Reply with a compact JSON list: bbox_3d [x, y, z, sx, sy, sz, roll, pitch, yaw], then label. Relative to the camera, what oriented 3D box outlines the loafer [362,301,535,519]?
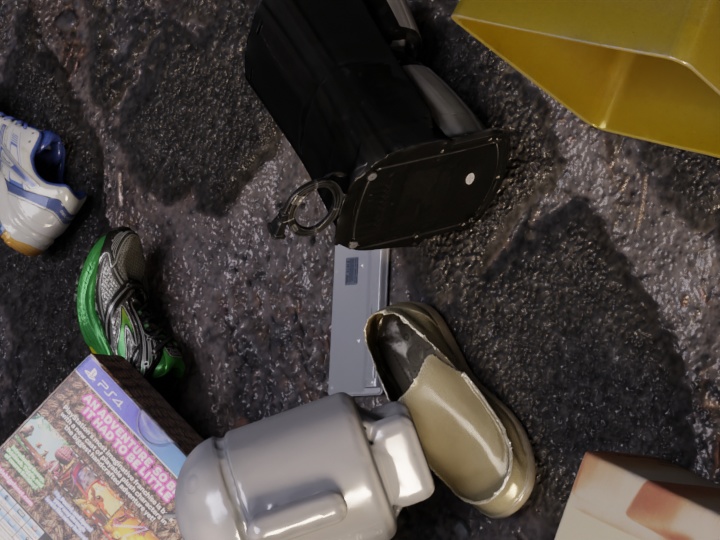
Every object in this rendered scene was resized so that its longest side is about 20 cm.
[{"bbox_3d":[0.057,0.103,1.632,0.076,0.068,0.200,-50,54,22],"label":"loafer"}]

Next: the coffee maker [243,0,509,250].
[{"bbox_3d":[-0.010,-0.126,1.654,0.135,0.191,0.200,-54,51,29],"label":"coffee maker"}]

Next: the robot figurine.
[{"bbox_3d":[-0.049,0.160,1.582,0.199,0.170,0.113,-19,96,1],"label":"robot figurine"}]

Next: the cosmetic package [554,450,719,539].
[{"bbox_3d":[0.236,0.195,1.437,0.200,0.103,0.088,24,98,40],"label":"cosmetic package"}]

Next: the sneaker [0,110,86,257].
[{"bbox_3d":[-0.312,-0.109,2.005,0.088,0.075,0.200,-39,64,15],"label":"sneaker"}]

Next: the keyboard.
[{"bbox_3d":[0.000,0.000,1.744,0.056,0.011,0.201,-7,77,45],"label":"keyboard"}]

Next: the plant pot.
[{"bbox_3d":[0.218,-0.196,1.483,0.199,0.200,0.177,17,81,42],"label":"plant pot"}]

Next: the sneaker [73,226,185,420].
[{"bbox_3d":[-0.185,0.060,1.857,0.085,0.078,0.201,-14,81,31],"label":"sneaker"}]

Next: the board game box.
[{"bbox_3d":[-0.219,0.193,1.762,0.200,0.097,0.159,-45,81,4],"label":"board game box"}]
